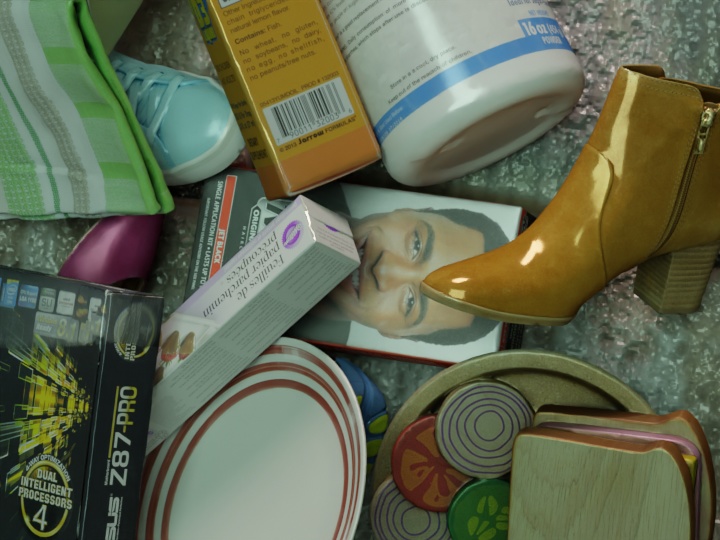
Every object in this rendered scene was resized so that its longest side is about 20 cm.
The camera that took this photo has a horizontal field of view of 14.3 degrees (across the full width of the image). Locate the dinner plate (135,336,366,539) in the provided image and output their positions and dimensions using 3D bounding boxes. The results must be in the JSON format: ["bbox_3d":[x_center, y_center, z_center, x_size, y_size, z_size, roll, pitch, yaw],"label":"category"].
[{"bbox_3d":[-0.064,0.137,1.662,0.200,0.024,0.201,-23,56,40],"label":"dinner plate"}]

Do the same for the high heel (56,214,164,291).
[{"bbox_3d":[-0.153,0.052,1.752,0.096,0.067,0.200,37,99,26],"label":"high heel"}]

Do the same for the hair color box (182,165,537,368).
[{"bbox_3d":[0.000,0.000,1.725,0.199,0.061,0.102,7,84,16],"label":"hair color box"}]

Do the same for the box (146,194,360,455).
[{"bbox_3d":[-0.083,0.036,1.684,0.200,0.041,0.039,-43,44,26],"label":"box"}]

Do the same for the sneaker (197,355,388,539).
[{"bbox_3d":[-0.056,0.136,1.727,0.200,0.071,0.083,-57,39,12],"label":"sneaker"}]

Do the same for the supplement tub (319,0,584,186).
[{"bbox_3d":[0.035,-0.163,1.699,0.132,0.132,0.200,-28,78,10],"label":"supplement tub"}]

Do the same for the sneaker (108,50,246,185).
[{"bbox_3d":[-0.160,-0.103,1.742,0.200,0.082,0.074,11,80,35],"label":"sneaker"}]

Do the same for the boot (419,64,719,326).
[{"bbox_3d":[0.130,-0.046,1.630,0.071,0.201,0.144,36,122,53],"label":"boot"}]

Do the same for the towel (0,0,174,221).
[{"bbox_3d":[-0.207,-0.094,1.724,0.200,0.031,0.149,1,123,48],"label":"towel"}]

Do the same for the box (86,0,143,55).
[{"bbox_3d":[-0.161,-0.260,1.705,0.096,0.176,0.200,19,59,16],"label":"box"}]

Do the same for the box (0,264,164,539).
[{"bbox_3d":[-0.204,0.080,1.719,0.200,0.049,0.162,11,92,46],"label":"box"}]

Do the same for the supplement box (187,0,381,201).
[{"bbox_3d":[-0.058,-0.144,1.670,0.069,0.067,0.200,-21,94,-13],"label":"supplement box"}]

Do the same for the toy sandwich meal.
[{"bbox_3d":[0.102,0.141,1.647,0.205,0.070,0.206,3,105,9],"label":"toy sandwich meal"}]
